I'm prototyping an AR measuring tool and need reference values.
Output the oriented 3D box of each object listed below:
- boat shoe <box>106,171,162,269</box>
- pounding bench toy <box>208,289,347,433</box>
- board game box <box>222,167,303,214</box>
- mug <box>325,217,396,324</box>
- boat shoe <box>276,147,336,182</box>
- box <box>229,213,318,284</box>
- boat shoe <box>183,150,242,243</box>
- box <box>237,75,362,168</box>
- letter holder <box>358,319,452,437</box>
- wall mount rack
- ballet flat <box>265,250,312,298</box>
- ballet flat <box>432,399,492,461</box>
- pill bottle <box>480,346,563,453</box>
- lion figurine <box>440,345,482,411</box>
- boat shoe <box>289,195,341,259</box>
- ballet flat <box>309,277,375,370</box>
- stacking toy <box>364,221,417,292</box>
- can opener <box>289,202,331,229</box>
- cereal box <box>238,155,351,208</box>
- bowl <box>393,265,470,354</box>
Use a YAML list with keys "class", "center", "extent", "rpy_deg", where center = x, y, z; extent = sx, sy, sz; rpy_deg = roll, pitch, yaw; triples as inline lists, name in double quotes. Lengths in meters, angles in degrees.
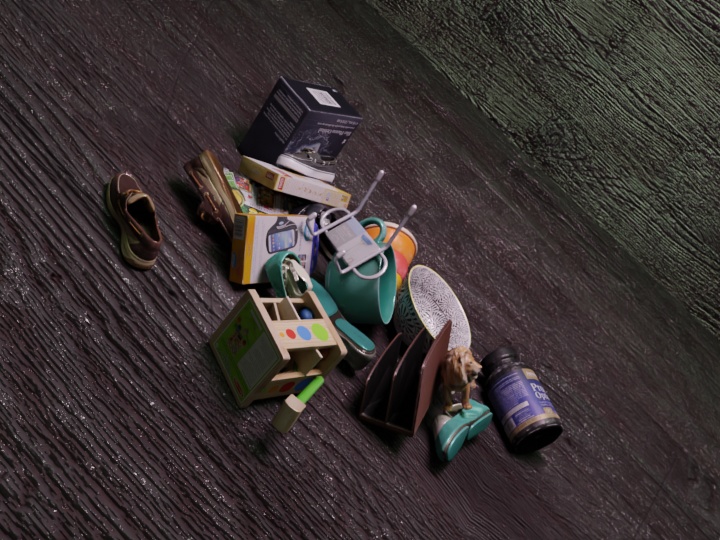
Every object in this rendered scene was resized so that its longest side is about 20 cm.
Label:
- class: "boat shoe"
  center: [-0.359, -0.097, 1.134]
  extent: [0.072, 0.072, 0.201]
  rpy_deg: [15, 39, -40]
- class: "pounding bench toy"
  center: [-0.103, 0.146, 1.066]
  extent: [0.155, 0.124, 0.201]
  rpy_deg: [4, 46, -49]
- class: "board game box"
  center: [-0.195, -0.123, 1.399]
  extent: [0.198, 0.023, 0.106]
  rpy_deg: [21, 54, -33]
- class: "mug"
  center: [0.001, 0.010, 1.342]
  extent: [0.153, 0.113, 0.187]
  rpy_deg: [72, 24, -50]
- class: "boat shoe"
  center: [-0.113, -0.233, 1.499]
  extent: [0.068, 0.057, 0.199]
  rpy_deg: [21, 7, 24]
- class: "box"
  center: [-0.151, -0.042, 1.276]
  extent: [0.041, 0.121, 0.199]
  rpy_deg: [11, 9, 34]
- class: "boat shoe"
  center: [-0.263, -0.115, 1.278]
  extent: [0.072, 0.071, 0.202]
  rpy_deg: [6, 59, -87]
- class: "box"
  center: [-0.133, -0.306, 1.565]
  extent: [0.118, 0.201, 0.196]
  rpy_deg: [50, 30, 20]
- class: "letter holder"
  center: [0.084, 0.166, 1.223]
  extent: [0.099, 0.144, 0.200]
  rpy_deg: [15, 24, 16]
- class: "wall mount rack"
  center: [0.003, -0.084, 1.267]
  extent: [0.200, 0.173, 0.075]
  rpy_deg: [52, -12, 38]
- class: "ballet flat"
  center: [-0.104, 0.057, 1.195]
  extent: [0.067, 0.070, 0.202]
  rpy_deg: [-10, 73, -46]
- class: "ballet flat"
  center: [0.171, 0.286, 1.276]
  extent: [0.070, 0.068, 0.199]
  rpy_deg: [27, 22, 26]
- class: "pill bottle"
  center: [0.325, 0.263, 1.450]
  extent: [0.111, 0.112, 0.201]
  rpy_deg: [16, 38, -39]
- class: "lion figurine"
  center: [0.182, 0.181, 1.293]
  extent: [0.071, 0.124, 0.200]
  rpy_deg: [-2, 9, 5]
- class: "boat shoe"
  center: [-0.081, -0.103, 1.495]
  extent: [0.073, 0.063, 0.202]
  rpy_deg: [-13, 54, -49]
- class: "ballet flat"
  center: [-0.056, 0.099, 1.255]
  extent: [0.200, 0.064, 0.067]
  rpy_deg: [45, 31, 17]
- class: "stacking toy"
  center: [0.040, 0.012, 1.460]
  extent: [0.145, 0.146, 0.202]
  rpy_deg: [28, 49, -23]
- class: "can opener"
  center: [-0.123, -0.071, 1.380]
  extent: [0.200, 0.078, 0.064]
  rpy_deg: [-51, 130, -43]
- class: "cereal box"
  center: [-0.136, -0.181, 1.452]
  extent: [0.199, 0.040, 0.143]
  rpy_deg: [12, 13, -45]
- class: "bowl"
  center: [0.129, 0.100, 1.432]
  extent: [0.200, 0.094, 0.202]
  rpy_deg: [37, 33, -30]
